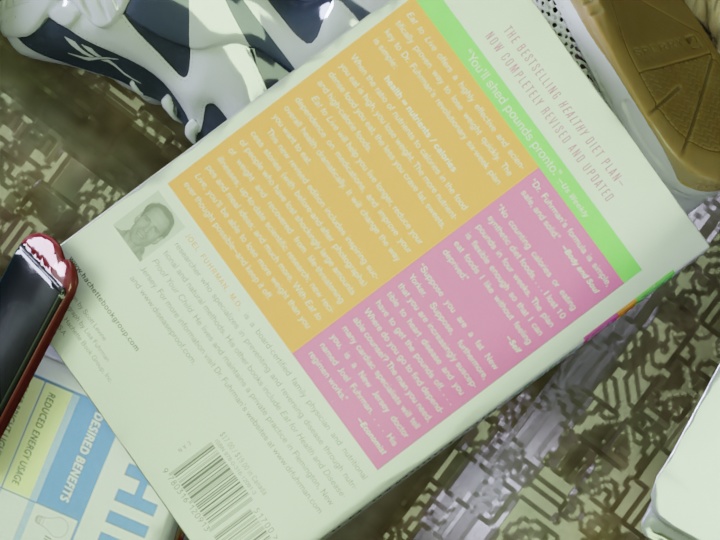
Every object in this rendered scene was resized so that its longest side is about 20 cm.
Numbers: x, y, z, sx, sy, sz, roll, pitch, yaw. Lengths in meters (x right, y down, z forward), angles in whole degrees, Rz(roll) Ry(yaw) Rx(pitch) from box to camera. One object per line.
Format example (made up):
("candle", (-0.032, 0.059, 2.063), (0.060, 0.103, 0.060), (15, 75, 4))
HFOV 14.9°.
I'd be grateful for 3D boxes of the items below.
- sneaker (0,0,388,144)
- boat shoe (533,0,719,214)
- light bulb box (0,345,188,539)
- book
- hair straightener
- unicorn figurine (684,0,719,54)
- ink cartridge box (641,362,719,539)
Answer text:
("sneaker", (-0.045, -0.047, 1.029), (0.198, 0.079, 0.130), (4, 100, 13))
("boat shoe", (0.073, -0.104, 1.026), (0.069, 0.071, 0.201), (-43, 64, 46))
("light bulb box", (-0.173, 0.107, 1.016), (0.199, 0.125, 0.199), (22, 91, 4))
("book", (0.000, 0.000, 0.933), (0.200, 0.048, 0.134), (-36, 84, -1))
("hair straightener", (-0.170, 0.069, 0.911), (0.041, 0.077, 0.200), (48, 114, 39))
("unicorn figurine", (0.180, -0.172, 1.013), (0.200, 0.074, 0.138), (-38, 76, 9))
("ink cartridge box", (0.171, 0.046, 0.947), (0.084, 0.200, 0.146), (28, 91, 12))
